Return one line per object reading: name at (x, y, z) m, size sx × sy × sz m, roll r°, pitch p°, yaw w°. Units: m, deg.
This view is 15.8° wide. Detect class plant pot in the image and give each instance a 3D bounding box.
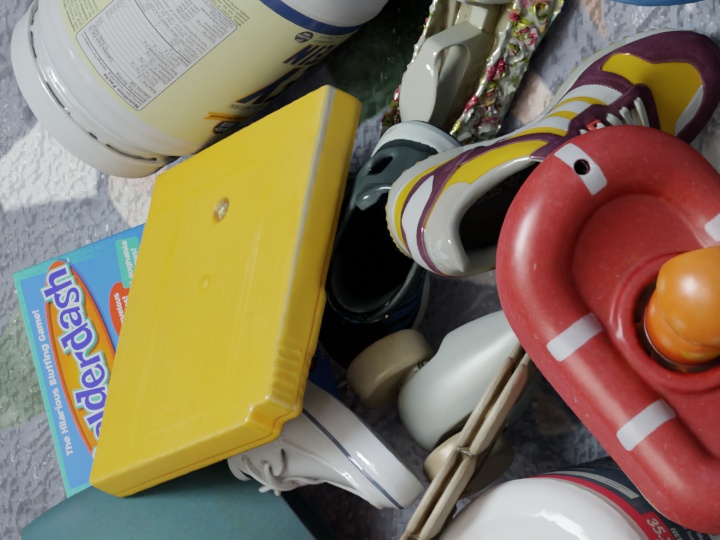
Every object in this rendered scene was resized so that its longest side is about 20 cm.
plant pot at (-0.080, 0.183, 1.498) m, size 0.135 × 0.200 × 0.200 m, roll -40°, pitch 68°, yaw 3°

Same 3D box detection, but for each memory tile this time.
memory tile at (0.039, 0.120, 1.302) m, size 0.017 × 0.153 × 0.200 m, roll 31°, pitch 103°, yaw 5°

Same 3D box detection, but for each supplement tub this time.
supplement tub at (0.138, 0.162, 1.307) m, size 0.140 × 0.200 × 0.141 m, roll 4°, pitch 97°, yaw 36°
supplement tub at (-0.092, -0.156, 1.484) m, size 0.200 × 0.145 × 0.145 m, roll -37°, pitch 73°, yaw 33°

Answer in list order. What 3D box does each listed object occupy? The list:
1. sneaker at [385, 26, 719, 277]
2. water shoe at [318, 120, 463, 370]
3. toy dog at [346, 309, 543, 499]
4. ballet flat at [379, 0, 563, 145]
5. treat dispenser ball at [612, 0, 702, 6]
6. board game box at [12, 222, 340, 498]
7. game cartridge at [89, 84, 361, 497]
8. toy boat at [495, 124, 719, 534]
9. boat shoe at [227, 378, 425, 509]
sneaker at (0.113, -0.054, 1.322) m, size 0.075 × 0.200 × 0.090 m, roll 61°, pitch 170°, yaw -21°
water shoe at (0.000, 0.000, 1.432) m, size 0.071 × 0.079 × 0.200 m, roll 29°, pitch 139°, yaw 9°
toy dog at (0.095, 0.045, 1.415) m, size 0.200 × 0.096 × 0.132 m, roll -19°, pitch 79°, yaw 22°
ballet flat at (0.062, -0.133, 1.421) m, size 0.076 × 0.064 × 0.200 m, roll 29°, pitch 110°, yaw 34°
treat dispenser ball at (0.147, -0.230, 1.263) m, size 0.201 × 0.201 × 0.201 m, roll 4°, pitch 97°, yaw 36°
board game box at (-0.114, 0.046, 1.581) m, size 0.200 × 0.045 × 0.152 m, roll -20°, pitch 82°, yaw 37°
game cartridge at (-0.074, 0.014, 1.427) m, size 0.176 × 0.032 × 0.200 m, roll -23°, pitch 50°, yaw 50°
toy boat at (0.154, 0.019, 1.207) m, size 0.200 × 0.130 × 0.131 m, roll 50°, pitch 165°, yaw 10°
boat shoe at (-0.044, 0.093, 1.445) m, size 0.065 × 0.074 × 0.200 m, roll -51°, pitch 43°, yaw -8°
